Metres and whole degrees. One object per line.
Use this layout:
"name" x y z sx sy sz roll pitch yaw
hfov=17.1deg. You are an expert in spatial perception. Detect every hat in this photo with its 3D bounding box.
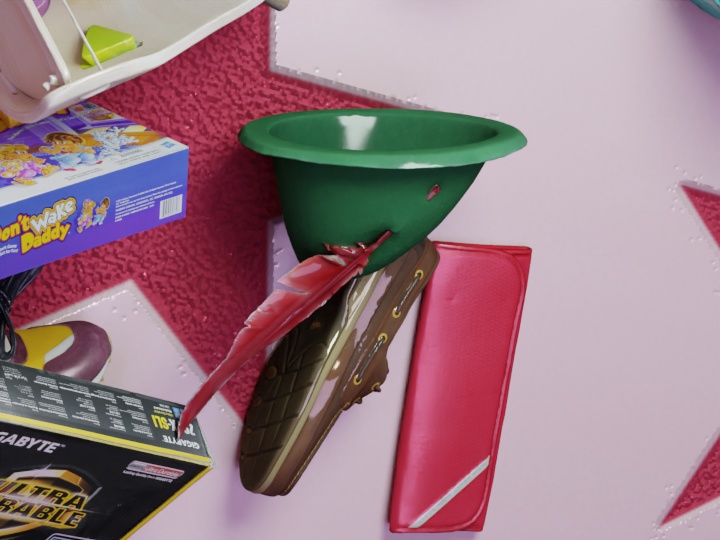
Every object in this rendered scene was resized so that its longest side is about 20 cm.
"hat" 0.000 0.000 1.462 0.199 0.166 0.177 2 103 6

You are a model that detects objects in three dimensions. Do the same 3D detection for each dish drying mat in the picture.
"dish drying mat" 0.067 0.080 1.603 0.076 0.018 0.201 3 105 -24

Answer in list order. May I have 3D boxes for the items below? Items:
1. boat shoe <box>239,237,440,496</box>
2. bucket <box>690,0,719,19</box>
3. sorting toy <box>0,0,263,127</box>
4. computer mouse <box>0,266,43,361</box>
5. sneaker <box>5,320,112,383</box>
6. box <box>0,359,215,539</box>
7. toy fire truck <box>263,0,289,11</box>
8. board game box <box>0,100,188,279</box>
"boat shoe" -0.012 0.058 1.531 0.067 0.072 0.201 26 92 -27
"bucket" 0.297 -0.232 1.543 0.206 0.135 0.208 -8 109 -23
"sorting toy" -0.146 -0.182 1.356 0.179 0.107 0.201 -22 73 -22
"computer mouse" -0.284 -0.015 1.379 0.200 0.053 0.139 34 52 -24
"sneaker" -0.245 0.061 1.424 0.199 0.075 0.090 -24 120 -17
"box" -0.209 0.125 1.402 0.160 0.049 0.200 -38 146 25
"toy fire truck" 0.020 -0.240 1.439 0.176 0.129 0.200 36 109 -24
"board game box" -0.213 -0.047 1.328 0.200 0.134 0.045 -22 126 -44
